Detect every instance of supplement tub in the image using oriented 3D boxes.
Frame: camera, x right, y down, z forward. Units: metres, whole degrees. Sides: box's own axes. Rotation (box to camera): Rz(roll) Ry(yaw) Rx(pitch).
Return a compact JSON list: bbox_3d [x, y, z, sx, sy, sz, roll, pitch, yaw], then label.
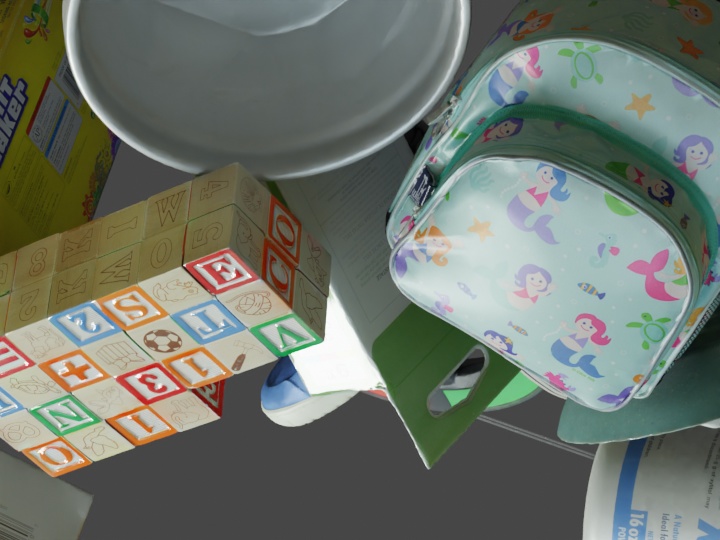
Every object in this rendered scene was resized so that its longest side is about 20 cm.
[{"bbox_3d":[0.251,0.163,1.789,0.200,0.132,0.132,5,147,21],"label":"supplement tub"}]

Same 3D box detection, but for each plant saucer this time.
[{"bbox_3d":[0.196,0.042,1.524,0.200,0.200,0.036,-14,98,41],"label":"plant saucer"}]

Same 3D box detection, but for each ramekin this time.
[{"bbox_3d":[-0.049,-0.151,1.412,0.200,0.105,0.200,-4,133,-4],"label":"ramekin"}]

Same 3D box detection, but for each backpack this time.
[{"bbox_3d":[0.118,-0.044,1.394,0.178,0.151,0.200,32,127,-2],"label":"backpack"}]

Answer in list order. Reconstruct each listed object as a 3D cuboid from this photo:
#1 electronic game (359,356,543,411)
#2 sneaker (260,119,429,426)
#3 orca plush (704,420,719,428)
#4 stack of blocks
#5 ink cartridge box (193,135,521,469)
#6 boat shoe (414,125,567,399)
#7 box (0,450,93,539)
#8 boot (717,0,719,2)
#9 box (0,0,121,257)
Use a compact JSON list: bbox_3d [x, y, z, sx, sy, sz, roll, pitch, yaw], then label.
[{"bbox_3d":[0.030,0.030,1.776,0.200,0.042,0.200,12,149,8],"label":"electronic game"},{"bbox_3d":[-0.013,-0.006,1.649,0.111,0.077,0.200,39,109,-23],"label":"sneaker"},{"bbox_3d":[0.175,0.021,1.659,0.071,0.105,0.200,41,-178,34],"label":"orca plush"},{"bbox_3d":[-0.114,0.029,1.481,0.200,0.059,0.115,-21,135,27],"label":"stack of blocks"},{"bbox_3d":[0.000,0.000,1.540,0.059,0.104,0.200,-12,113,43],"label":"ink cartridge box"},{"bbox_3d":[0.100,0.008,1.586,0.200,0.075,0.093,54,180,-26],"label":"boat shoe"},{"bbox_3d":[-0.309,0.242,2.176,0.106,0.152,0.200,27,148,-17],"label":"box"},{"bbox_3d":[0.178,-0.085,1.480,0.154,0.073,0.204,7,142,18],"label":"boot"},{"bbox_3d":[-0.252,-0.073,1.600,0.193,0.200,0.122,-3,143,29],"label":"box"}]
